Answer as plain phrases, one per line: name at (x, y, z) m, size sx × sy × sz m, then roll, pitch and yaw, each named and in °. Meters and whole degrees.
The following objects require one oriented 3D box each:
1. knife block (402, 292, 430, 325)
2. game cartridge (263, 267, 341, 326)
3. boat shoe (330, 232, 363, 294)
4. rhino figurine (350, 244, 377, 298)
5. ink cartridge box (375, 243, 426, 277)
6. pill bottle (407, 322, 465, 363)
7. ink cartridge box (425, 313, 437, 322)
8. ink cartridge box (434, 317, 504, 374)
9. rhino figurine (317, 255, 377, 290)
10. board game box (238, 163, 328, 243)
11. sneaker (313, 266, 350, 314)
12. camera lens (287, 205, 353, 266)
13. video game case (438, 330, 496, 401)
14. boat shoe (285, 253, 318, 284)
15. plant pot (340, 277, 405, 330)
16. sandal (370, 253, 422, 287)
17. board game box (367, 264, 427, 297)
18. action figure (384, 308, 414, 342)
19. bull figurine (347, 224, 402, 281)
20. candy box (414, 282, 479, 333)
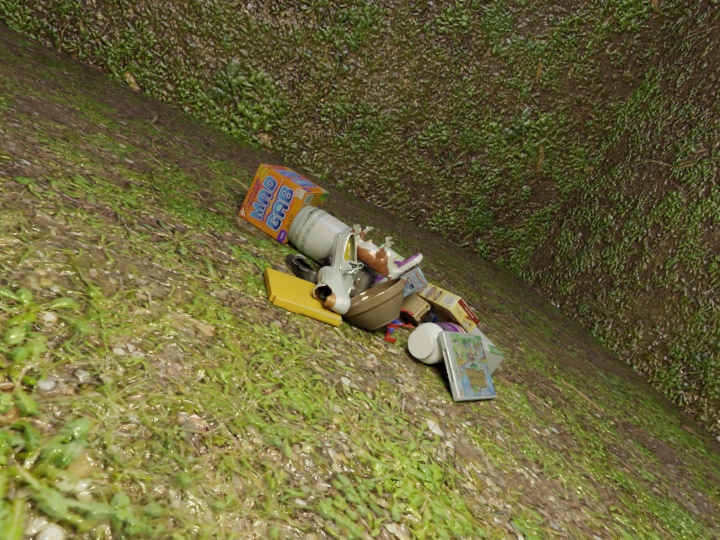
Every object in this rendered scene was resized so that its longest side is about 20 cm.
knife block at (0.145, 0.094, 1.652) m, size 0.175 × 0.064 × 0.200 m, roll 43°, pitch -4°, yaw 14°
game cartridge at (-0.158, 0.070, 1.361) m, size 0.199 × 0.033 × 0.177 m, roll 20°, pitch 18°, yaw -23°
boat shoe at (-0.032, -0.011, 1.457) m, size 0.086 × 0.204 × 0.074 m, roll -4°, pitch -12°, yaw 44°
rhino figurine at (0.000, 0.000, 1.576) m, size 0.087 × 0.201 × 0.060 m, roll 36°, pitch -22°, yaw -7°
ink cartridge box at (0.122, 0.023, 1.771) m, size 0.200 × 0.148 × 0.076 m, roll 37°, pitch 57°, yaw 23°
pill bottle at (0.217, 0.205, 1.443) m, size 0.112 × 0.113 × 0.199 m, roll 39°, pitch 18°, yaw 33°
ink cartridge box at (0.288, 0.166, 1.827) m, size 0.197 × 0.047 × 0.200 m, roll 16°, pitch 18°, yaw -41°
ink cartridge box at (0.337, 0.231, 1.627) m, size 0.144 × 0.084 × 0.200 m, roll 19°, pitch 19°, yaw -33°
rhino figurine at (-0.051, 0.013, 1.635) m, size 0.199 × 0.088 × 0.060 m, roll 29°, pitch -12°, yaw 1°
board game box at (-0.269, -0.238, 1.810) m, size 0.199 × 0.201 × 0.200 m, roll 31°, pitch 16°, yaw 12°
sneaker at (-0.093, 0.038, 1.376) m, size 0.084 × 0.073 × 0.200 m, roll 20°, pitch 18°, yaw -30°
camera lens at (-0.128, -0.111, 1.736) m, size 0.199 × 0.161 × 0.160 m, roll 32°, pitch 16°, yaw 11°
video game case at (0.293, 0.259, 1.383) m, size 0.199 × 0.022 × 0.184 m, roll 13°, pitch 60°, yaw -47°
boat shoe at (-0.171, -0.012, 1.537) m, size 0.066 × 0.057 × 0.200 m, roll 17°, pitch 19°, yaw -33°
plant pot at (0.045, 0.103, 1.409) m, size 0.093 × 0.200 × 0.201 m, roll 65°, pitch 16°, yaw -4°
sandal at (0.107, -0.011, 1.656) m, size 0.050 × 0.202 × 0.082 m, roll 59°, pitch 10°, yaw -9°
board game box at (0.124, 0.049, 1.566) m, size 0.062 × 0.199 × 0.200 m, roll 60°, pitch 26°, yaw 0°
action figure at (0.122, 0.154, 1.508) m, size 0.098 × 0.066 × 0.200 m, roll 11°, pitch 16°, yaw 0°
bull figurine at (0.042, -0.053, 1.505) m, size 0.199 × 0.122 × 0.065 m, roll 27°, pitch 24°, yaw 11°
candy box at (0.263, 0.110, 1.562) m, size 0.116 × 0.055 × 0.200 m, roll 48°, pitch -9°, yaw -27°
